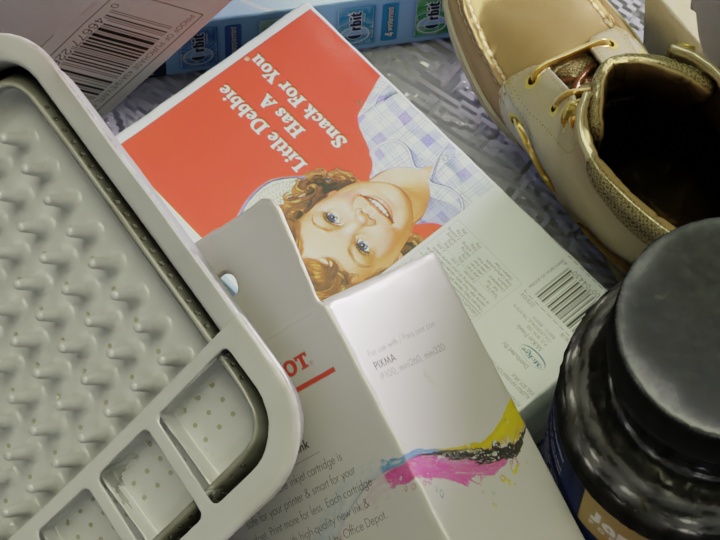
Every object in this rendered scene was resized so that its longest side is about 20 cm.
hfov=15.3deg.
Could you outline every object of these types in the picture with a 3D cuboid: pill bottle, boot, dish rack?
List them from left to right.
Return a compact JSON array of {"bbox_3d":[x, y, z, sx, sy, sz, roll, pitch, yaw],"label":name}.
[{"bbox_3d":[-0.116,0.034,0.963,0.172,0.044,0.200,-44,73,22],"label":"dish rack"},{"bbox_3d":[0.096,-0.069,1.058,0.073,0.155,0.200,-29,77,-2],"label":"boot"},{"bbox_3d":[0.122,0.065,0.976,0.112,0.200,0.112,1,62,-1],"label":"pill bottle"}]

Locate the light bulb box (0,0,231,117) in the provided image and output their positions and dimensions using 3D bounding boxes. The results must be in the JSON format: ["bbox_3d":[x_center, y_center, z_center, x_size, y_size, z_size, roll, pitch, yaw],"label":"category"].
[{"bbox_3d":[-0.152,-0.174,1.088,0.125,0.198,0.200,11,49,-49],"label":"light bulb box"}]

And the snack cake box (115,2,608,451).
[{"bbox_3d":[0.000,0.000,1.084,0.115,0.067,0.200,-37,69,-18],"label":"snack cake box"}]

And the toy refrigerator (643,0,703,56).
[{"bbox_3d":[0.208,-0.054,1.121,0.076,0.070,0.200,-35,67,-11],"label":"toy refrigerator"}]

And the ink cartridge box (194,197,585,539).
[{"bbox_3d":[0.000,0.073,0.974,0.067,0.116,0.200,-24,85,-45],"label":"ink cartridge box"}]

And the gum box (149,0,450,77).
[{"bbox_3d":[-0.030,-0.177,1.191,0.200,0.045,0.170,-8,63,-6],"label":"gum box"}]

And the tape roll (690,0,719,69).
[{"bbox_3d":[0.235,-0.064,0.975,0.139,0.203,0.203,-31,67,-8],"label":"tape roll"}]
